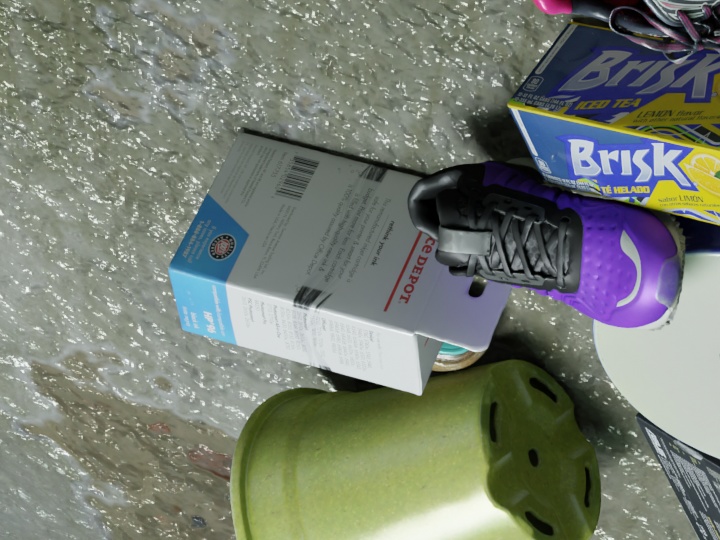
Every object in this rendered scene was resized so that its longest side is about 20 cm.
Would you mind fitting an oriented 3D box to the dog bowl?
[{"bbox_3d":[0.236,0.028,1.361,0.200,0.079,0.200,17,145,13],"label":"dog bowl"}]

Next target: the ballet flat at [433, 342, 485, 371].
[{"bbox_3d":[-0.011,0.022,1.540,0.199,0.068,0.072,15,164,8],"label":"ballet flat"}]

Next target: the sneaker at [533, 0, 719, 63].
[{"bbox_3d":[0.180,-0.134,1.186,0.199,0.075,0.081,16,145,12],"label":"sneaker"}]

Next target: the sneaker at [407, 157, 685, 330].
[{"bbox_3d":[0.092,-0.014,1.309,0.099,0.070,0.200,0,-166,-30],"label":"sneaker"}]

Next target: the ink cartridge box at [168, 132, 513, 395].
[{"bbox_3d":[0.000,0.000,1.441,0.199,0.116,0.068,15,146,16],"label":"ink cartridge box"}]

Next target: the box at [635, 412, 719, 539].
[{"bbox_3d":[0.270,0.170,1.504,0.160,0.044,0.200,31,159,48],"label":"box"}]

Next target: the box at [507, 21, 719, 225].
[{"bbox_3d":[0.179,-0.071,1.236,0.200,0.070,0.064,16,148,40],"label":"box"}]

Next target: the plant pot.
[{"bbox_3d":[0.049,0.147,1.567,0.184,0.201,0.200,-23,125,35],"label":"plant pot"}]
